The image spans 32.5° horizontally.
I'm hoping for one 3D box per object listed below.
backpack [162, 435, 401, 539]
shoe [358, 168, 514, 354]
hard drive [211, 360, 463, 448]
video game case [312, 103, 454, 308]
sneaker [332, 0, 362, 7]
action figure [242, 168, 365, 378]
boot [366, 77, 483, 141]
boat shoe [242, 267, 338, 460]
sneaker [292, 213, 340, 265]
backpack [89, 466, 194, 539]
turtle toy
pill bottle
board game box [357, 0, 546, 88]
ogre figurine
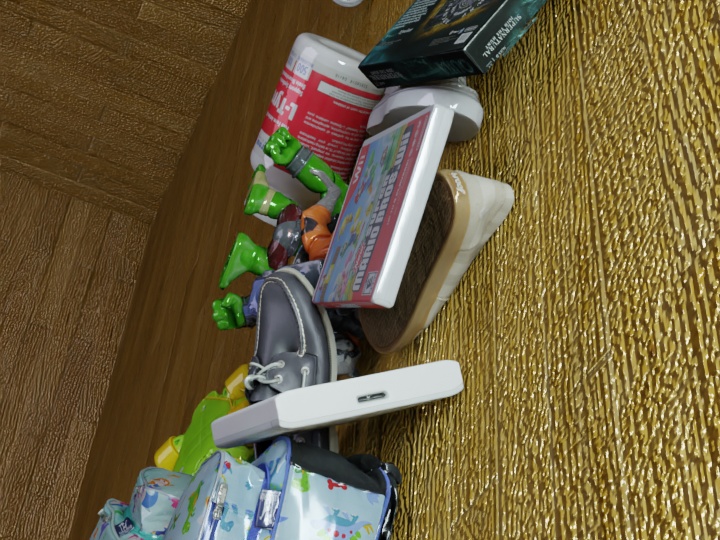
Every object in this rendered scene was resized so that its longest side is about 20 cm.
[{"bbox_3d":[-0.073,0.230,0.866,0.183,0.146,0.202,134,150,-63],"label":"backpack"},{"bbox_3d":[0.053,-0.002,0.911,0.070,0.053,0.200,65,148,25],"label":"shoe"},{"bbox_3d":[-0.024,0.099,0.894,0.200,0.131,0.027,150,110,-68],"label":"hard drive"},{"bbox_3d":[0.012,-0.041,0.927,0.200,0.017,0.144,172,116,-76],"label":"video game case"},{"bbox_3d":[0.010,-0.445,1.597,0.113,0.071,0.201,131,157,-62],"label":"sneaker"},{"bbox_3d":[0.000,0.000,1.077,0.199,0.104,0.195,-1,74,43],"label":"action figure"},{"bbox_3d":[0.059,-0.161,1.034,0.200,0.073,0.096,-174,103,-73],"label":"boot"},{"bbox_3d":[-0.062,0.097,1.019,0.072,0.062,0.202,-12,82,42],"label":"boat shoe"},{"bbox_3d":[-0.044,0.039,1.167,0.072,0.071,0.201,136,155,-79],"label":"sneaker"},{"bbox_3d":[-0.147,0.253,1.042,0.200,0.176,0.152,-17,53,70],"label":"backpack"},{"bbox_3d":[-0.123,0.175,1.207,0.146,0.101,0.200,-45,18,12],"label":"turtle toy"},{"bbox_3d":[-0.054,-0.148,1.360,0.112,0.111,0.201,-113,45,-70],"label":"pill bottle"},{"bbox_3d":[0.084,-0.200,0.942,0.135,0.028,0.200,-50,20,-10],"label":"board game box"},{"bbox_3d":[-0.066,-0.026,1.230,0.098,0.119,0.201,131,157,-64],"label":"ogre figurine"}]
